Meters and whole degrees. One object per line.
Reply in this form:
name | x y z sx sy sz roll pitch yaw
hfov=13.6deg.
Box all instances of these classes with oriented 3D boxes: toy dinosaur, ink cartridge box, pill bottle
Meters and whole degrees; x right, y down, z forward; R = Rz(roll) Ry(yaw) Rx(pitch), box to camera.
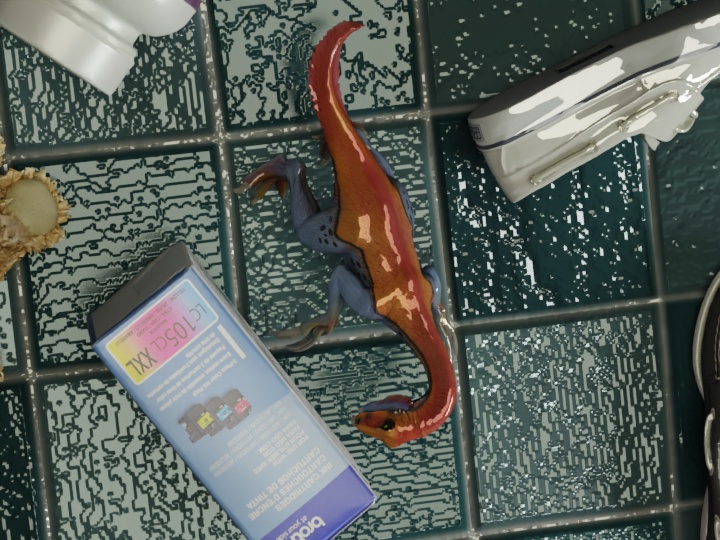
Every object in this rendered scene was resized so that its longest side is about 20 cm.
toy dinosaur | 0.000 0.000 1.684 0.105 0.201 0.182 -23 53 -14
ink cartridge box | -0.064 0.088 1.693 0.076 0.136 0.200 -40 98 0
pill bottle | -0.120 -0.203 1.672 0.112 0.112 0.201 33 90 -9

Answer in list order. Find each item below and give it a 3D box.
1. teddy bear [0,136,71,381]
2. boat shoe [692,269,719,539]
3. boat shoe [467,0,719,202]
teddy bear | -0.256 0.004 1.704 0.144 0.067 0.201 26 85 -18
boat shoe | 0.232 0.094 1.770 0.073 0.060 0.201 4 95 -7
boat shoe | 0.163 -0.101 1.739 0.199 0.072 0.066 -26 102 -4
